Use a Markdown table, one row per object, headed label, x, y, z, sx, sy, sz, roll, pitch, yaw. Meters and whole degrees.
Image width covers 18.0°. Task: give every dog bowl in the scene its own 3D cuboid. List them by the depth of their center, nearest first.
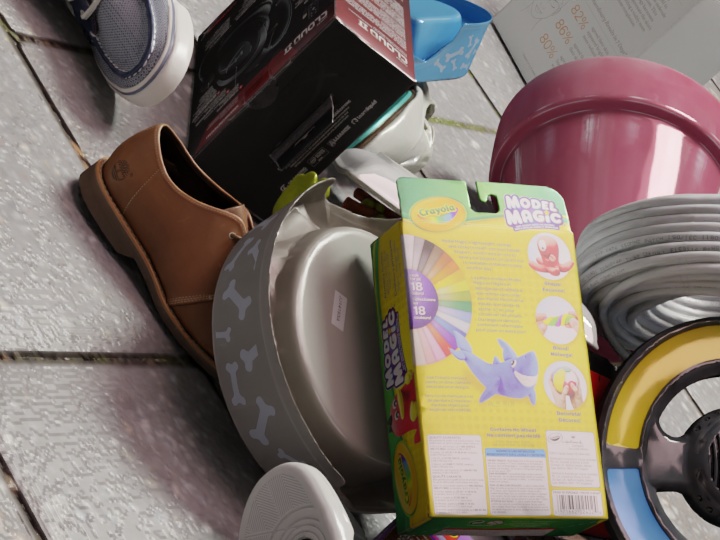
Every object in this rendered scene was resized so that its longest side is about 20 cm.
| label | x | y | z | sx | sy | sz | roll | pitch | yaw |
| --- | --- | --- | --- | --- | --- | --- | --- | --- | --- |
| dog bowl | -0.008 | 0.049 | 1.313 | 0.200 | 0.059 | 0.201 | 29 | 52 | -44 |
| dog bowl | 0.010 | -0.178 | 1.712 | 0.200 | 0.050 | 0.111 | -8 | 27 | -44 |

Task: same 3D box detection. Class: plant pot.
| label | x | y | z | sx | sy | sz | roll | pitch | yaw |
| --- | --- | --- | --- | --- | --- | --- | --- | --- | --- |
| plant pot | 0.190 | -0.031 | 1.732 | 0.200 | 0.200 | 0.179 | 37 | 41 | -23 |

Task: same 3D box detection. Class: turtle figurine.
| label | x | y | z | sx | sy | sz | roll | pitch | yaw |
| --- | --- | --- | --- | --- | --- | --- | --- | --- | --- |
| turtle figurine | 0.000 | 0.000 | 1.481 | 0.161 | 0.064 | 0.200 | 46 | 18 | -53 |

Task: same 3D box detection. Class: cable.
| label | x | y | z | sx | sy | sz | roll | pitch | yaw |
| --- | --- | --- | --- | --- | --- | --- | --- | --- | --- |
| cable | 0.243 | 0.010 | 1.539 | 0.200 | 0.199 | 0.069 | 36 | 55 | -52 |

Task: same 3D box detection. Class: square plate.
| label | x | y | z | sx | sy | sz | roll | pitch | yaw |
| --- | --- | --- | --- | --- | --- | --- | --- | --- | --- |
| square plate | 0.070 | -0.024 | 1.531 | 0.198 | 0.028 | 0.200 | 34 | 3 | -7 |

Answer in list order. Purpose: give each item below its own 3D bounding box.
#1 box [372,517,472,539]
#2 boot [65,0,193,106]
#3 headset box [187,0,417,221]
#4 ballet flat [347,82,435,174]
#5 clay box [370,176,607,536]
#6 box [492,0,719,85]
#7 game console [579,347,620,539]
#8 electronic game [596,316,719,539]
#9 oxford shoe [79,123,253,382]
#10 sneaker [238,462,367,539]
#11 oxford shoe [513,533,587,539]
| label | x | y | z | sx | sy | sz | roll | pitch | yaw |
| --- | --- | --- | --- | --- | --- | --- | --- | --- | --- |
| box | 0.072 | 0.229 | 1.286 | 0.200 | 0.039 | 0.137 | 49 | 22 | 3 |
| boot | -0.175 | -0.185 | 1.467 | 0.090 | 0.073 | 0.200 | 31 | 19 | -37 |
| headset box | -0.040 | -0.138 | 1.522 | 0.077 | 0.149 | 0.200 | 36 | 25 | -23 |
| ballet flat | 0.030 | -0.106 | 1.708 | 0.069 | 0.069 | 0.200 | 44 | 20 | -10 |
| clay box | 0.071 | 0.049 | 1.293 | 0.115 | 0.048 | 0.201 | 4 | 69 | -24 |
| box | 0.249 | -0.229 | 2.097 | 0.106 | 0.200 | 0.153 | 20 | 37 | -47 |
| game console | 0.117 | 0.093 | 1.535 | 0.200 | 0.118 | 0.173 | 23 | 69 | -67 |
| electronic game | 0.242 | 0.128 | 1.464 | 0.199 | 0.042 | 0.201 | 5 | 73 | -16 |
| oxford shoe | -0.082 | 0.002 | 1.334 | 0.200 | 0.071 | 0.071 | 53 | 21 | 1 |
| sneaker | 0.006 | 0.201 | 1.190 | 0.112 | 0.073 | 0.201 | 22 | 43 | -51 |
| oxford shoe | 0.135 | 0.189 | 1.377 | 0.073 | 0.071 | 0.200 | 44 | -4 | 19 |
